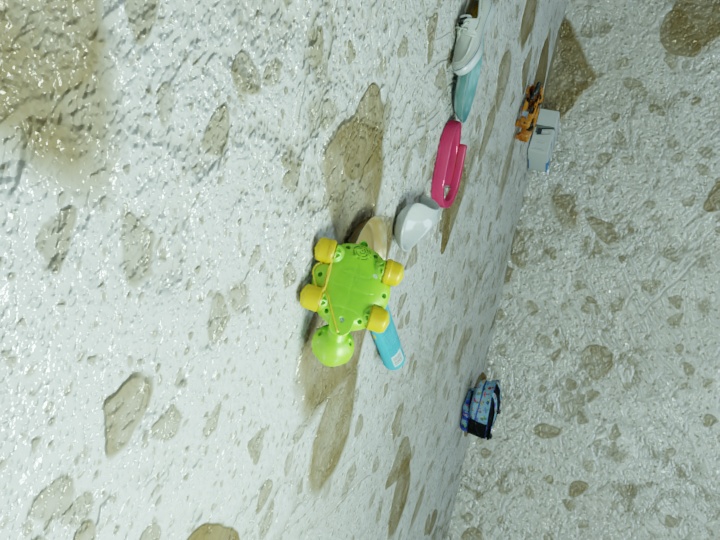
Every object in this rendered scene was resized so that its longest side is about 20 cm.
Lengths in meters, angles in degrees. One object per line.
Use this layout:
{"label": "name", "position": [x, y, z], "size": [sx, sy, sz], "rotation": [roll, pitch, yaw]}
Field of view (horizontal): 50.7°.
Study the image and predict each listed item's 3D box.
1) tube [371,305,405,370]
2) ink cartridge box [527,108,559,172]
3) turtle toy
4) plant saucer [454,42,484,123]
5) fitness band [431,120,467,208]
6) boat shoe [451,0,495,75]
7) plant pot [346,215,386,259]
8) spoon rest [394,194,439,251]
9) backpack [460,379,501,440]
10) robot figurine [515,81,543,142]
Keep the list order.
{"label": "tube", "position": [0.052, 0.135, 1.576], "size": [0.202, 0.049, 0.078], "rotation": [71, 32, -50]}
{"label": "ink cartridge box", "position": [0.739, -0.525, 3.065], "size": [0.145, 0.083, 0.203], "rotation": [63, 45, -63]}
{"label": "turtle toy", "position": [-0.023, 0.050, 1.183], "size": [0.101, 0.143, 0.204], "rotation": [119, -11, -78]}
{"label": "plant saucer", "position": [0.248, -0.444, 1.753], "size": [0.200, 0.027, 0.204], "rotation": [14, 89, -78]}
{"label": "fitness band", "position": [0.207, -0.249, 1.783], "size": [0.143, 0.037, 0.205], "rotation": [-10, 111, -67]}
{"label": "boat shoe", "position": [0.233, -0.521, 1.643], "size": [0.070, 0.070, 0.203], "rotation": [35, 70, -41]}
{"label": "plant pot", "position": [0.000, 0.000, 1.355], "size": [0.200, 0.027, 0.204], "rotation": [14, 89, -72]}
{"label": "spoon rest", "position": [0.121, -0.107, 1.584], "size": [0.200, 0.059, 0.101], "rotation": [-47, 145, -58]}
{"label": "backpack", "position": [0.461, 0.507, 2.875], "size": [0.183, 0.132, 0.203], "rotation": [-54, 152, -47]}
{"label": "robot figurine", "position": [0.593, -0.560, 2.657], "size": [0.146, 0.057, 0.203], "rotation": [68, 40, -60]}
